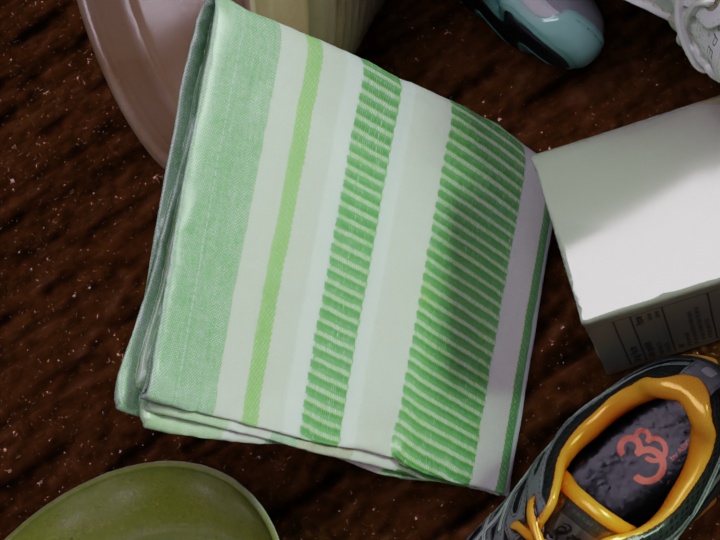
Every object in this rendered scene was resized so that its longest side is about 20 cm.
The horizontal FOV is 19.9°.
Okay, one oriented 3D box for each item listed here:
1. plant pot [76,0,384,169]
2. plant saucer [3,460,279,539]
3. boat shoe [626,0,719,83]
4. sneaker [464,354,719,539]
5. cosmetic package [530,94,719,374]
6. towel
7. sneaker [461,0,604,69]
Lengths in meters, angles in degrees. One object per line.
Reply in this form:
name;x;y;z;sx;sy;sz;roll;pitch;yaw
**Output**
plant pot;-0.049;-0.141;0.839;0.093;0.201;0.201;-18;72;-25
plant saucer;-0.102;0.168;0.801;0.200;0.031;0.200;-23;43;24
boat shoe;0.141;-0.098;0.730;0.200;0.071;0.069;19;65;28
sneaker;0.076;0.110;0.793;0.078;0.077;0.200;35;89;15
cosmetic package;0.175;-0.030;0.789;0.200;0.104;0.073;-17;73;7
towel;0.000;0.000;0.779;0.023;0.200;0.153;3;79;45
sneaker;0.069;-0.191;0.861;0.140;0.078;0.200;-40;73;2
